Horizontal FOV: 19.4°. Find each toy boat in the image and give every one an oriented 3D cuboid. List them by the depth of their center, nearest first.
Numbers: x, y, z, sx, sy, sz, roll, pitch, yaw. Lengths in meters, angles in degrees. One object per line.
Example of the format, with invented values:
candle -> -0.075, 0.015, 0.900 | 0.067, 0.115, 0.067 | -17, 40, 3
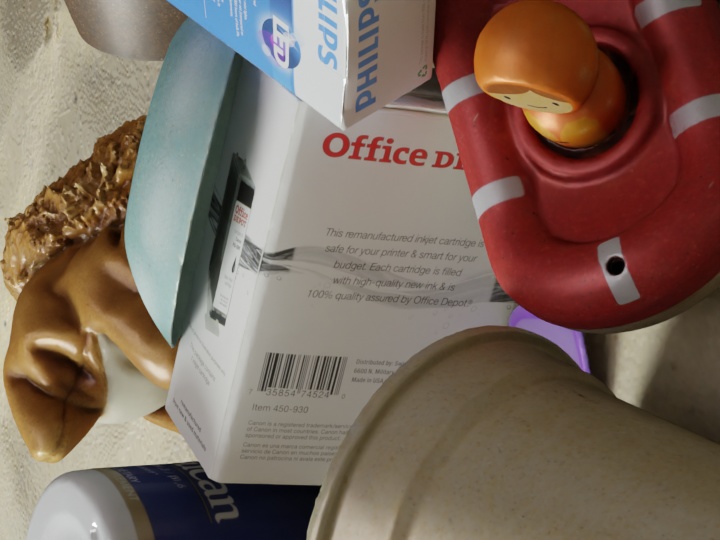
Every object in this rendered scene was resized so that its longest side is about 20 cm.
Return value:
toy boat -> 0.090, -0.075, 0.897 | 0.130, 0.131, 0.201 | -23, 69, 21

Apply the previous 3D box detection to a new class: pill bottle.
pill bottle -> -0.062, 0.152, 1.086 | 0.111, 0.200, 0.111 | 0, 90, 55

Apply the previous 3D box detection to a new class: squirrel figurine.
squirrel figurine -> -0.128, -0.013, 1.248 | 0.187, 0.141, 0.200 | -54, 50, 32

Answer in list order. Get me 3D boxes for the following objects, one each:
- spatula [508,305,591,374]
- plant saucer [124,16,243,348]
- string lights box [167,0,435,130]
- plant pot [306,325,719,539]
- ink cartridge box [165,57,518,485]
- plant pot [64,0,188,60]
spatula -> 0.093, 0.115, 1.016 | 0.056, 0.021, 0.201 | 1, 92, 55
plant saucer -> -0.087, -0.062, 1.064 | 0.201, 0.039, 0.202 | -167, 90, -89
string lights box -> -0.054, -0.161, 0.953 | 0.200, 0.059, 0.103 | 38, 145, 30
plant pot -> 0.108, 0.137, 0.865 | 0.183, 0.200, 0.201 | 13, 101, 45
ink cartridge box -> 0.000, 0.000, 1.039 | 0.083, 0.146, 0.201 | 46, 127, 56
plant pot -> -0.120, -0.230, 1.214 | 0.187, 0.186, 0.201 | 43, 138, 47
